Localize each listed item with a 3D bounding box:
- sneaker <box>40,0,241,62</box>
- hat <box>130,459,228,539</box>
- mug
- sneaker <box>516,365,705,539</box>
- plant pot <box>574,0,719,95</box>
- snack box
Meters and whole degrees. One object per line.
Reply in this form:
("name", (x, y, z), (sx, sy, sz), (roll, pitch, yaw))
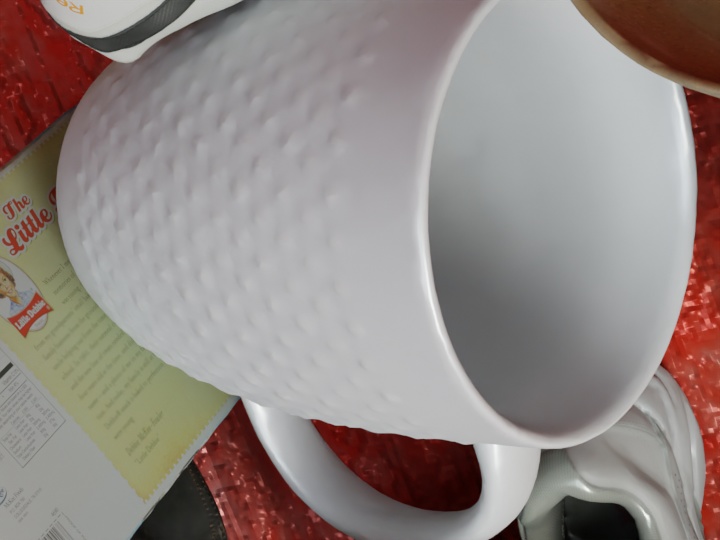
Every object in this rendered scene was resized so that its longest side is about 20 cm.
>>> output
("sneaker", (-0.021, -0.137, 0.730), (0.074, 0.200, 0.080), (51, 163, 20))
("hat", (-0.091, 0.105, 0.883), (0.081, 0.201, 0.201), (-15, 114, -14))
("mug", (0.000, 0.000, 0.779), (0.175, 0.148, 0.200), (4, 114, 39))
("sneaker", (0.098, 0.132, 0.839), (0.078, 0.099, 0.200), (-20, 106, 27))
("plant pot", (0.137, -0.130, 0.626), (0.200, 0.200, 0.027), (-18, 150, 26))
("snack box", (-0.106, 0.030, 0.805), (0.037, 0.200, 0.116), (-37, 98, 30))
